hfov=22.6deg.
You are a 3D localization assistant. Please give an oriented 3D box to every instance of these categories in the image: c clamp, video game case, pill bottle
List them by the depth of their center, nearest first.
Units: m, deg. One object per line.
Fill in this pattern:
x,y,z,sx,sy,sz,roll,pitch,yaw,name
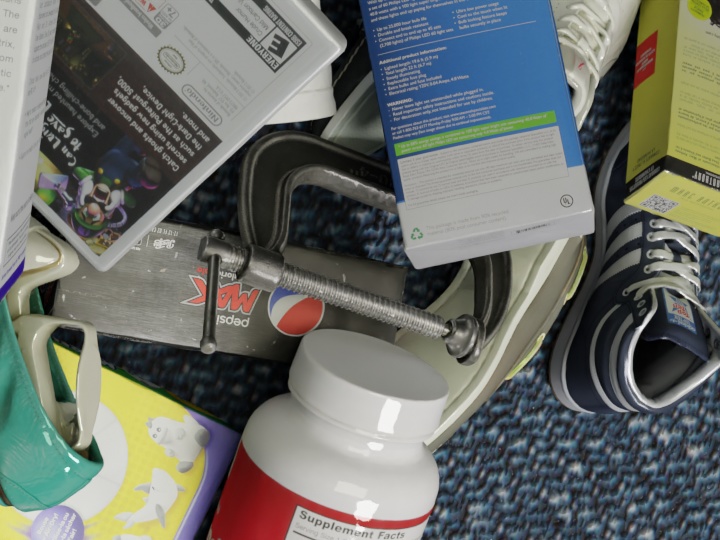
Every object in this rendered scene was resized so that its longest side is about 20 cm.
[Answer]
-0.138,-0.127,0.908,0.182,0.023,0.200,-41,100,19,video game case
0.000,0.000,0.987,0.200,0.027,0.171,15,47,-23,c clamp
-0.023,0.140,0.988,0.112,0.112,0.200,14,107,-20,pill bottle

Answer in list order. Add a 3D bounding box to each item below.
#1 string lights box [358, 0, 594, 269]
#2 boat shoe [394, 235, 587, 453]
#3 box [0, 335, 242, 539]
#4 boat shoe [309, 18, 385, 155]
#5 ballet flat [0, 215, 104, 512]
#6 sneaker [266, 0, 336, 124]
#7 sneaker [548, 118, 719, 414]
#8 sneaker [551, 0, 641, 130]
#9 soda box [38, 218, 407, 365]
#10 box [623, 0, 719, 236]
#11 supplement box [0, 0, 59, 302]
0.058,-0.111,0.976,0.103,0.059,0.200,-11,78,6,string lights box
0.070,0.040,1.069,0.202,0.072,0.060,-55,143,-10,boat shoe
-0.179,0.097,0.995,0.200,0.048,0.117,27,82,-16,box
0.036,-0.149,1.057,0.200,0.076,0.060,-45,66,-3,boat shoe
-0.173,0.023,0.932,0.070,0.067,0.200,-16,85,8,ballet flat
-0.115,-0.133,0.986,0.200,0.074,0.116,-8,102,-17,sneaker
0.183,-0.005,1.088,0.070,0.108,0.200,19,85,-20,sneaker
0.120,-0.122,1.065,0.078,0.099,0.200,36,80,-17,sneaker
-0.079,0.012,1.018,0.200,0.063,0.071,11,89,-19,soda box
0.207,-0.127,1.087,0.075,0.050,0.200,17,65,-20,box
-0.199,-0.094,0.837,0.101,0.103,0.200,10,101,-4,supplement box
